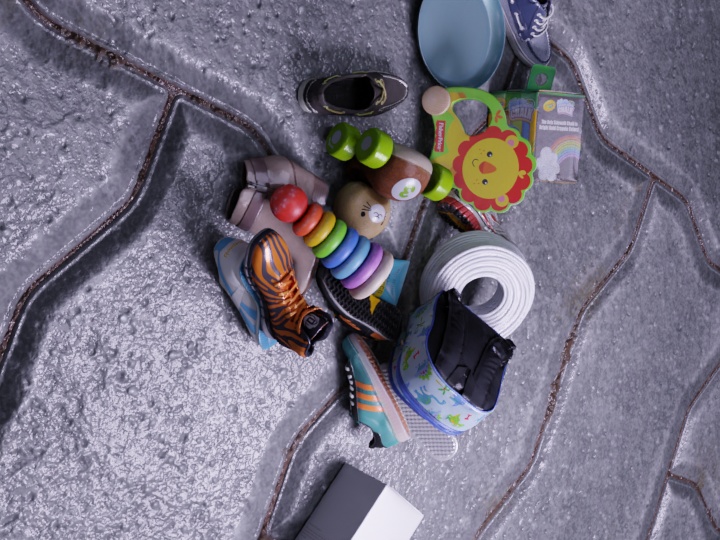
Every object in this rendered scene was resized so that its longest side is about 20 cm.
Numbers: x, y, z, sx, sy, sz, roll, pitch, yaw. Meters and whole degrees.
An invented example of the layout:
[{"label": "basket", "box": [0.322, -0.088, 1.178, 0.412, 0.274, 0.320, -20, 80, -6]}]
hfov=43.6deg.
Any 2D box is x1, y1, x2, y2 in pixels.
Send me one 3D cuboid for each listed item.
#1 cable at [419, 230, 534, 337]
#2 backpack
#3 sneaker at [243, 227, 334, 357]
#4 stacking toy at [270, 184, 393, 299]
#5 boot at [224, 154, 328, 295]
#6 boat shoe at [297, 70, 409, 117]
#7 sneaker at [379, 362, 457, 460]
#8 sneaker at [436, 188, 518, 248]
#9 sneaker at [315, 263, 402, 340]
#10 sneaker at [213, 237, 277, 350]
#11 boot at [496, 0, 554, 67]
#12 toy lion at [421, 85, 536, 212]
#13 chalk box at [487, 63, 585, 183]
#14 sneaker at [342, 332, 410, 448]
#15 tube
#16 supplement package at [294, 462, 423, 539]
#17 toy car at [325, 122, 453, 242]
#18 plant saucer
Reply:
[{"label": "cable", "box": [0.199, 0.035, 1.546, 0.200, 0.069, 0.200, -39, 116, 9]}, {"label": "backpack", "box": [0.137, 0.161, 1.445, 0.183, 0.147, 0.200, 41, 33, -12]}, {"label": "sneaker", "box": [-0.090, 0.036, 1.236, 0.077, 0.112, 0.201, -39, 138, -27]}, {"label": "stacking toy", "box": [-0.048, -0.051, 1.297, 0.200, 0.085, 0.086, 42, 72, -18]}, {"label": "boot", "box": [-0.129, -0.069, 1.331, 0.145, 0.070, 0.202, 8, 95, -30]}, {"label": "boat shoe", "box": [0.002, -0.271, 1.389, 0.200, 0.060, 0.072, -13, 106, -35]}, {"label": "sneaker", "box": [0.090, 0.234, 1.544, 0.078, 0.079, 0.200, -36, 98, 11]}, {"label": "sneaker", "box": [0.221, -0.088, 1.580, 0.200, 0.078, 0.083, 42, 68, -37]}, {"label": "sneaker", "box": [-0.021, 0.056, 1.410, 0.200, 0.090, 0.070, 40, 55, -39]}, {"label": "sneaker", "box": [-0.155, 0.032, 1.319, 0.076, 0.081, 0.201, -40, 139, -27]}, {"label": "boot", "box": [0.301, -0.436, 1.569, 0.073, 0.090, 0.200, -52, 124, -18]}, {"label": "toy lion", "box": [0.193, -0.196, 1.471, 0.069, 0.190, 0.202, -31, 124, -77]}, {"label": "chalk box", "box": [0.307, -0.258, 1.587, 0.124, 0.123, 0.202, -2, 98, -36]}, {"label": "sneaker", "box": [0.007, 0.202, 1.471, 0.079, 0.071, 0.201, -25, 96, 8]}, {"label": "tube", "box": [0.000, 0.000, 1.450, 0.199, 0.050, 0.078, 17, 96, -42]}, {"label": "supplement package", "box": [-0.014, 0.440, 1.470, 0.117, 0.117, 0.201, 46, 71, -33]}, {"label": "toy car", "box": [0.017, -0.099, 1.378, 0.164, 0.157, 0.201, 23, 89, -38]}, {"label": "plant saucer", "box": [0.165, -0.401, 1.513, 0.199, 0.027, 0.202, -7, 103, -36]}]
